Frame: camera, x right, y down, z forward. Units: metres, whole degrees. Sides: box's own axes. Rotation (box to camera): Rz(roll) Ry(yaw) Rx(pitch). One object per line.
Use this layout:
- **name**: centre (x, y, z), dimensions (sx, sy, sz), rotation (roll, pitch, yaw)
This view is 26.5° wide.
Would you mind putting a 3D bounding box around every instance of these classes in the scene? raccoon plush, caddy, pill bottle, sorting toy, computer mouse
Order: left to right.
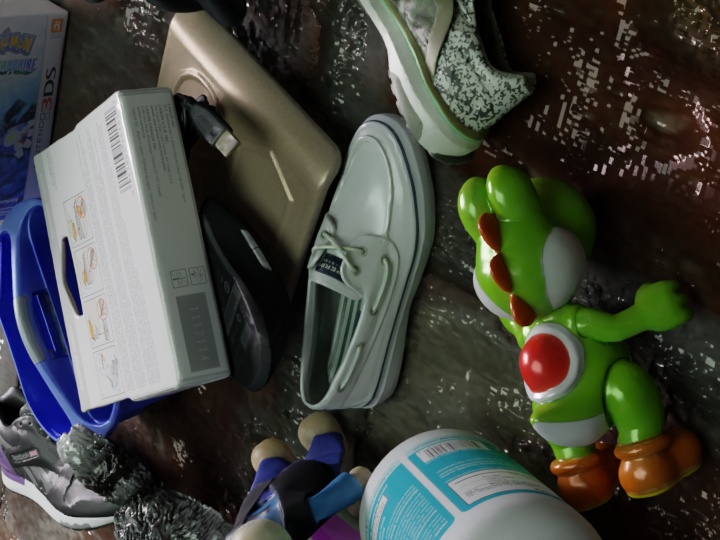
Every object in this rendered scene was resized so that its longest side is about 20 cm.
- **caddy**: centre (-0.223, 0.040, 1.199), dimensions (0.141, 0.104, 0.202), rotation (-30, 77, 43)
- **raccoon plush**: centre (-0.174, 0.228, 1.136), dimensions (0.199, 0.134, 0.097), rotation (32, 153, 6)
- **sorting toy**: centre (-0.093, -0.059, 1.089), dimensions (0.185, 0.036, 0.201), rotation (48, 134, 27)
- **computer mouse**: centre (-0.083, -0.027, 1.029), dimensions (0.201, 0.046, 0.141), rotation (56, 143, 36)
- **pill bottle**: centre (0.074, 0.168, 0.870), dimensions (0.200, 0.109, 0.112), rotation (-145, 53, -72)

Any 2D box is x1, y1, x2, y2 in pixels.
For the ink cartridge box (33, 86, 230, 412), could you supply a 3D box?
- **ink cartridge box**: centre (-0.166, -0.009, 1.082), dimensions (0.176, 0.044, 0.202), rotation (-19, 82, 58)

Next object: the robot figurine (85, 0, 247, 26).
- **robot figurine**: centre (-0.130, -0.258, 1.033), dimensions (0.200, 0.149, 0.125), rotation (50, 142, 25)

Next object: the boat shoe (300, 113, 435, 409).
- **boat shoe**: centre (0.000, 0.000, 0.996), dimensions (0.073, 0.066, 0.202), rotation (16, 109, 42)

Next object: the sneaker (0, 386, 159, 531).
- **sneaker**: centre (-0.246, 0.148, 1.250), dimensions (0.199, 0.076, 0.088), rotation (8, 124, 43)

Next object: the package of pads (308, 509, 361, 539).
- **package of pads**: centre (-0.023, 0.257, 1.003), dimensions (0.200, 0.154, 0.069), rotation (40, 148, 32)

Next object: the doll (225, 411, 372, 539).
- **doll**: centre (-0.053, 0.155, 0.983), dimensions (0.136, 0.200, 0.049), rotation (-30, 99, 9)

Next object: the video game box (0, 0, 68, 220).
- **video game box**: centre (-0.331, -0.121, 1.212), dimensions (0.047, 0.199, 0.184), rotation (27, 117, 34)

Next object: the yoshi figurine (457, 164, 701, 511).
- **yoshi figurine**: centre (0.124, 0.027, 0.878), dimensions (0.112, 0.112, 0.202), rotation (-149, 34, -83)

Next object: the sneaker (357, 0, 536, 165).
- **sneaker**: centre (0.050, -0.171, 0.921), dimensions (0.088, 0.077, 0.202), rotation (-26, 84, 31)
